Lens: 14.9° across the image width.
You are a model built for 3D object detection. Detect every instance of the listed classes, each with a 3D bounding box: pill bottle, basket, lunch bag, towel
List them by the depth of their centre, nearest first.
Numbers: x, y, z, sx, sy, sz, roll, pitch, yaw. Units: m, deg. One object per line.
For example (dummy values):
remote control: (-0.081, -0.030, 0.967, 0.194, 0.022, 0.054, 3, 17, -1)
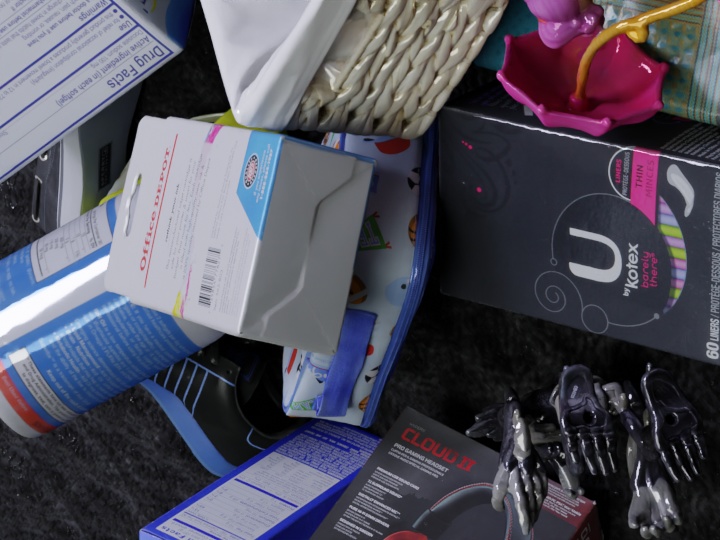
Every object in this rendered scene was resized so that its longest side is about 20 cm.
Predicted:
towel: (0.156, -0.168, 1.565, 0.199, 0.022, 0.148, 17, 101, 31)
basket: (-0.012, -0.184, 1.591, 0.136, 0.123, 0.201, -55, 37, 37)
lunch bag: (0.000, 0.000, 1.681, 0.075, 0.161, 0.200, 7, 144, -7)
pill bottle: (-0.150, 0.014, 1.747, 0.199, 0.112, 0.113, -27, 92, 9)

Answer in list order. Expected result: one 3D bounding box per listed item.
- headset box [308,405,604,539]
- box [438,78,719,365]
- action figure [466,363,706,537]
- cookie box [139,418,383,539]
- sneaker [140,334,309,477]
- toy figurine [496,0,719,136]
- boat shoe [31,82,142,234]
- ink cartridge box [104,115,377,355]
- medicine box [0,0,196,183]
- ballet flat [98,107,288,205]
headset box: (0.050, 0.191, 1.735, 0.148, 0.200, 0.075, 27, 154, 26)
box: (0.153, -0.036, 1.595, 0.199, 0.106, 0.123, 14, 116, 34)
action figure: (0.132, 0.108, 1.622, 0.200, 0.118, 0.103, 140, 127, -78)
cookie box: (-0.057, 0.214, 1.810, 0.075, 0.200, 0.172, 18, 121, 31)
sneaker: (-0.116, 0.053, 1.850, 0.078, 0.070, 0.200, -26, 118, 33)
toy figurine: (0.140, -0.157, 1.477, 0.184, 0.150, 0.200, -33, 100, 36)
boat shoe: (-0.192, -0.103, 1.868, 0.066, 0.070, 0.201, 27, 131, 27)
ink cartridge box: (-0.074, -0.025, 1.616, 0.200, 0.068, 0.116, 15, 92, 61)
medicine box: (-0.232, -0.179, 1.703, 0.182, 0.103, 0.200, -32, 122, 30)
ballet flat: (-0.120, -0.061, 1.836, 0.200, 0.067, 0.067, -27, 71, 40)
